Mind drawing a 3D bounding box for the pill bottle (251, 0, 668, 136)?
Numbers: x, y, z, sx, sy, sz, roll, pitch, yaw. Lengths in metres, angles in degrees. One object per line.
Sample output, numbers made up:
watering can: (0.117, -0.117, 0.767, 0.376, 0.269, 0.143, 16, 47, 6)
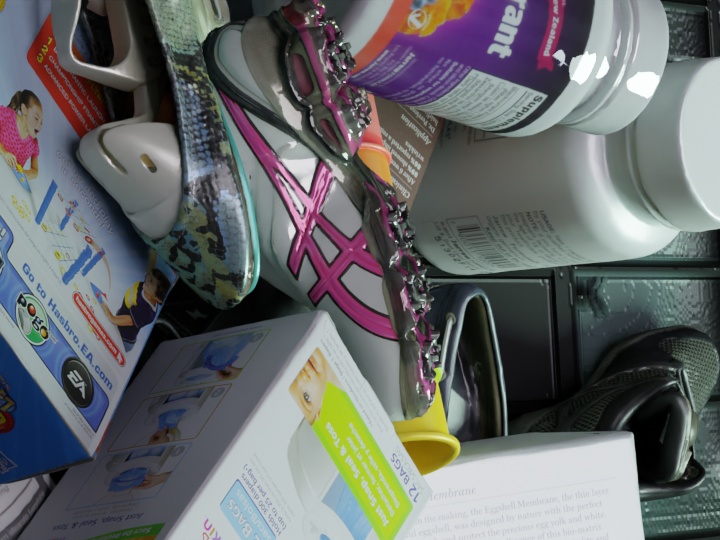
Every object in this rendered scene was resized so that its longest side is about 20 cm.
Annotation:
pill bottle: (0.055, -0.130, 1.405, 0.199, 0.111, 0.112, 15, 75, -36)

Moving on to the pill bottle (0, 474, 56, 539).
pill bottle: (-0.193, 0.107, 1.260, 0.113, 0.113, 0.201, -44, 116, -39)

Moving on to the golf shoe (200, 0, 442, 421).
golf shoe: (-0.024, -0.020, 1.307, 0.073, 0.092, 0.201, -39, 109, -80)

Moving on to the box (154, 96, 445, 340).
box: (-0.032, -0.039, 1.476, 0.100, 0.075, 0.201, 42, 56, -35)

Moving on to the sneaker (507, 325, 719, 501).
sneaker: (0.174, 0.087, 1.648, 0.199, 0.114, 0.077, -25, 105, -47)

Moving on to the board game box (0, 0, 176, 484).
board game box: (-0.159, -0.047, 1.226, 0.200, 0.056, 0.196, 57, 32, -27)

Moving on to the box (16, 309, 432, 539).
box: (-0.070, 0.127, 1.239, 0.113, 0.101, 0.200, 60, 41, -23)

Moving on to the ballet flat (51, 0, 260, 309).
ballet flat: (-0.099, -0.077, 1.238, 0.074, 0.074, 0.201, -6, 77, -46)

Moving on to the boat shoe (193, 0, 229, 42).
boat shoe: (-0.117, -0.180, 1.324, 0.062, 0.072, 0.201, -42, 125, -45)

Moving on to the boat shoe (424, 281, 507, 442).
boat shoe: (0.058, 0.106, 1.559, 0.075, 0.062, 0.201, -5, 90, -48)

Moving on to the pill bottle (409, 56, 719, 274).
pill bottle: (0.122, -0.061, 1.545, 0.114, 0.199, 0.115, 6, 82, -46)

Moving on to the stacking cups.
stacking cups: (0.000, 0.000, 1.380, 0.060, 0.060, 0.201, 11, 60, -45)

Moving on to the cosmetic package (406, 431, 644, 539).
cosmetic package: (0.039, 0.192, 1.444, 0.198, 0.123, 0.201, -6, 91, -23)

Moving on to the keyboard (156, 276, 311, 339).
keyboard: (-0.081, 0.048, 1.354, 0.200, 0.021, 0.127, -53, 126, -35)
